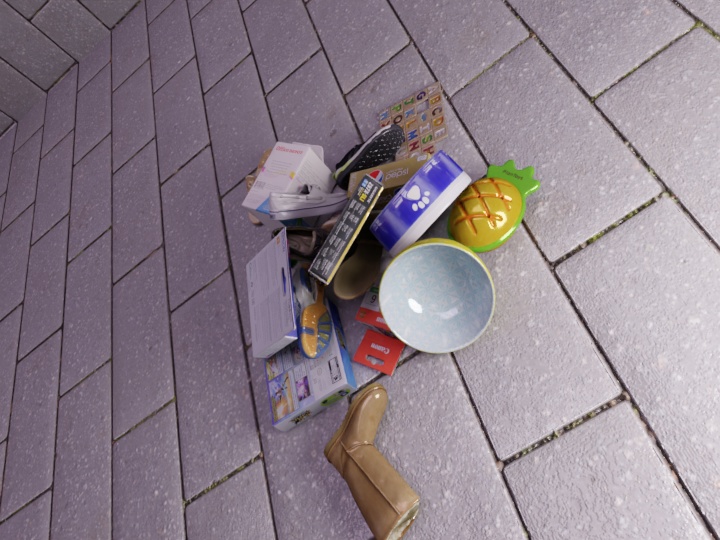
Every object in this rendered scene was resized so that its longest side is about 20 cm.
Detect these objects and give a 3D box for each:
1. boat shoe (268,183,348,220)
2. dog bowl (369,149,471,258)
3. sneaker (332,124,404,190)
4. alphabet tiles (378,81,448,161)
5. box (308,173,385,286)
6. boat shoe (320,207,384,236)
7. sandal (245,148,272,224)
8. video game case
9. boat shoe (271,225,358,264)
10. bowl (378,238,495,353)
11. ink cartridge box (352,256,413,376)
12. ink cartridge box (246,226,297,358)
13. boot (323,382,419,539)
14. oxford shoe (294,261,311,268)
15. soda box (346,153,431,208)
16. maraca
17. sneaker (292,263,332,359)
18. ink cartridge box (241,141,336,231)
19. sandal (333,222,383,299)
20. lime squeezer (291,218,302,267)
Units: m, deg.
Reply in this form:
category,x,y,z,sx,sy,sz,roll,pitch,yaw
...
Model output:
category,x,y,z,sx,sy,sz,roll,pitch,yaw
boat shoe,-0.107,-0.155,1.339,0.073,0.195,0.068,15,114,51
dog bowl,0.108,-0.118,1.126,0.079,0.200,0.200,44,95,2
sneaker,0.009,-0.268,1.388,0.198,0.071,0.084,-38,45,18
alphabet tiles,0.116,-0.315,1.385,0.163,0.008,0.206,-21,53,26
box,-0.030,-0.070,1.155,0.204,0.048,0.160,-60,5,-5
boat shoe,0.003,-0.109,1.304,0.195,0.072,0.066,-11,46,35
sandal,-0.264,-0.227,1.566,0.076,0.069,0.218,-8,60,33
video game case,-0.108,0.185,1.230,0.178,0.045,0.204,-31,50,17
boat shoe,-0.090,-0.049,1.258,0.192,0.065,0.076,4,75,6
bowl,0.133,0.027,1.074,0.196,0.203,0.108,-28,17,19
ink cartridge box,0.051,0.082,1.167,0.107,0.050,0.205,13,71,42
ink cartridge box,-0.165,0.048,1.213,0.199,0.042,0.203,-33,59,50
boot,0.038,0.318,1.033,0.200,0.065,0.178,41,104,45
oxford shoe,-0.095,-0.032,1.343,0.194,0.058,0.077,4,62,32
soda box,0.069,-0.180,1.297,0.195,0.068,0.066,-8,59,33
maraca,0.236,-0.117,1.109,0.135,0.108,0.202,29,75,36
sneaker,-0.109,0.091,1.223,0.088,0.074,0.205,-37,44,35
ink cartridge box,-0.155,-0.193,1.436,0.126,0.125,0.204,18,75,41
sandal,0.005,0.001,1.199,0.075,0.071,0.215,12,46,12
lime squeezer,-0.154,-0.040,1.322,0.069,0.038,0.205,12,70,34
